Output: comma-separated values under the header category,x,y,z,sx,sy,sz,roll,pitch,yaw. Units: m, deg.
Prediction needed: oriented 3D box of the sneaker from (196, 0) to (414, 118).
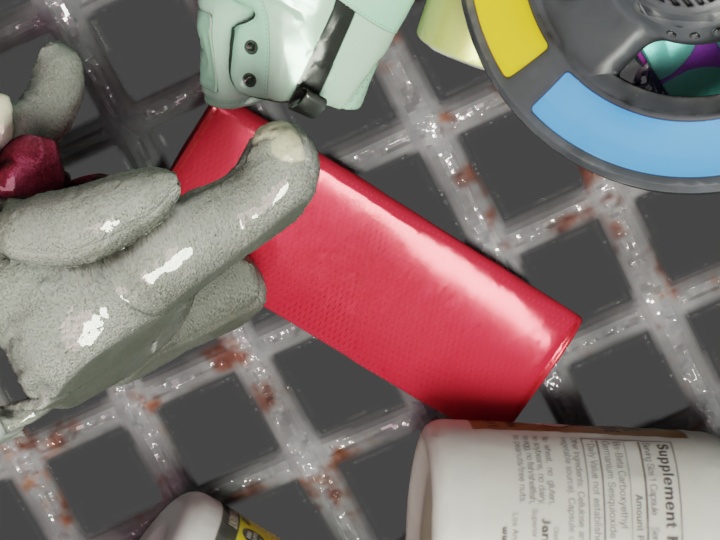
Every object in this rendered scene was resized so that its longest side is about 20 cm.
category,x,y,z,sx,sy,sz,roll,pitch,yaw
sneaker,-0.074,-0.133,1.103,0.199,0.074,0.119,18,104,-7

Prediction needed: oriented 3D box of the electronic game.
category,x,y,z,sx,sy,sz,roll,pitch,yaw
electronic game,0.134,-0.131,1.034,0.199,0.042,0.201,-1,88,19

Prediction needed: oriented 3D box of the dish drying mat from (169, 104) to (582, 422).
category,x,y,z,sx,sy,sz,roll,pitch,yaw
dish drying mat,0.000,0.000,1.187,0.199,0.018,0.077,32,111,-9

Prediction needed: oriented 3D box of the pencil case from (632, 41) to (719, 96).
category,x,y,z,sx,sy,sz,roll,pitch,yaw
pencil case,0.191,-0.146,1.082,0.199,0.085,0.092,-31,141,13

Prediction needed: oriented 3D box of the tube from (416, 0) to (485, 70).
category,x,y,z,sx,sy,sz,roll,pitch,yaw
tube,0.079,-0.184,1.094,0.052,0.058,0.201,30,109,27

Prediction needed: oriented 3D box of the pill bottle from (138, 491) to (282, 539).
category,x,y,z,sx,sy,sz,roll,pitch,yaw
pill bottle,-0.026,0.199,1.217,0.199,0.113,0.113,33,110,-10

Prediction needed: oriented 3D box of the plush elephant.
category,x,y,z,sx,sy,sz,roll,pitch,yaw
plush elephant,-0.140,-0.024,1.095,0.200,0.165,0.155,-33,79,-17

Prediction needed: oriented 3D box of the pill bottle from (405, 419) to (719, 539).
category,x,y,z,sx,sy,sz,roll,pitch,yaw
pill bottle,0.124,0.129,1.177,0.199,0.114,0.115,3,112,-6
